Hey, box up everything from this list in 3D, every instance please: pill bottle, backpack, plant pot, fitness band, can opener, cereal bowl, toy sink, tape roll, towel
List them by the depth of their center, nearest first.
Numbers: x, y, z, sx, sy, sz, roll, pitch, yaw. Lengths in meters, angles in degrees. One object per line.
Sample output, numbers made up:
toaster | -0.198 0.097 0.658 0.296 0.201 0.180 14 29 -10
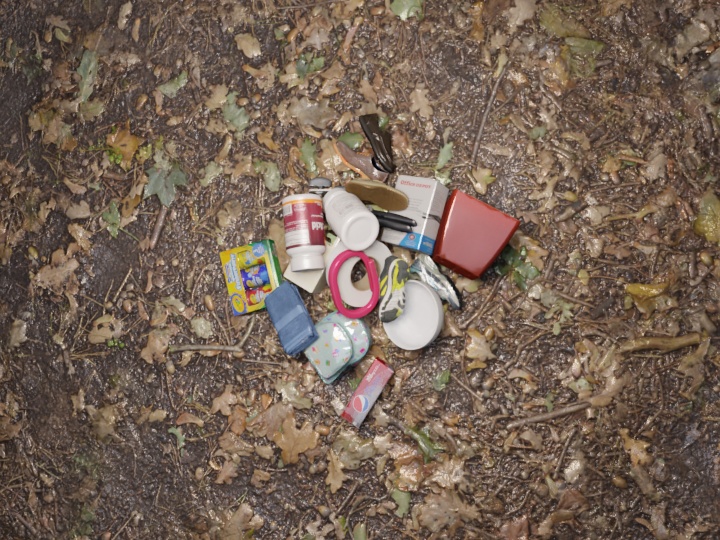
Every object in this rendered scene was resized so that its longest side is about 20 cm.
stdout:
pill bottle | -0.155 -0.102 1.454 0.111 0.114 0.205 -6 87 7
pill bottle | -0.035 -0.150 1.456 0.112 0.201 0.117 -12 125 -19
fitness band | -0.019 0.038 1.464 0.141 0.037 0.204 -23 117 -19
plant pot | 0.301 -0.085 1.465 0.197 0.200 0.179 27 86 5
can opener | 0.076 -0.144 1.509 0.197 0.079 0.064 9 55 36
towel | -0.203 0.138 1.510 0.111 0.049 0.202 -35 61 8
tape roll | 0.000 0.000 1.523 0.199 0.071 0.207 -11 113 -28
cereal bowl | 0.162 0.128 1.529 0.197 0.082 0.206 0 90 38
backpack | -0.066 0.212 1.542 0.199 0.153 0.177 -37 78 1
toy sink | -0.131 -0.047 1.570 0.111 0.130 0.203 29 93 8
can opener | -0.065 -0.258 1.608 0.195 0.053 0.069 0 87 6

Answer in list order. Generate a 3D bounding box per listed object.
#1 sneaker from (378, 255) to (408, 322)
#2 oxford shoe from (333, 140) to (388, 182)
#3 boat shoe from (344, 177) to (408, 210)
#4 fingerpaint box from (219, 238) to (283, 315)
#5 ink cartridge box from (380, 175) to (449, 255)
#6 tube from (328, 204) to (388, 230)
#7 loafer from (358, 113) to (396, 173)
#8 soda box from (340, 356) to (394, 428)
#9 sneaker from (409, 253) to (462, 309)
sneaker | 0.090 0.052 1.504 0.073 0.085 0.204 5 111 -22
oxford shoe | 0.004 -0.335 1.583 0.199 0.071 0.073 42 119 0
boat shoe | 0.054 -0.232 1.522 0.196 0.065 0.072 20 130 17
fingerpaint box | -0.330 0.022 1.621 0.163 0.073 0.205 -14 86 6
ink cartridge box | 0.160 -0.164 1.529 0.144 0.084 0.205 17 90 40
tube | -0.008 -0.172 1.602 0.195 0.052 0.059 -5 52 11
loafer | 0.063 -0.394 1.585 0.070 0.073 0.203 -27 85 5
soda box | 0.022 0.364 1.565 0.069 0.063 0.202 33 92 7
sneaker | 0.225 0.042 1.556 0.086 0.077 0.201 -40 76 16
